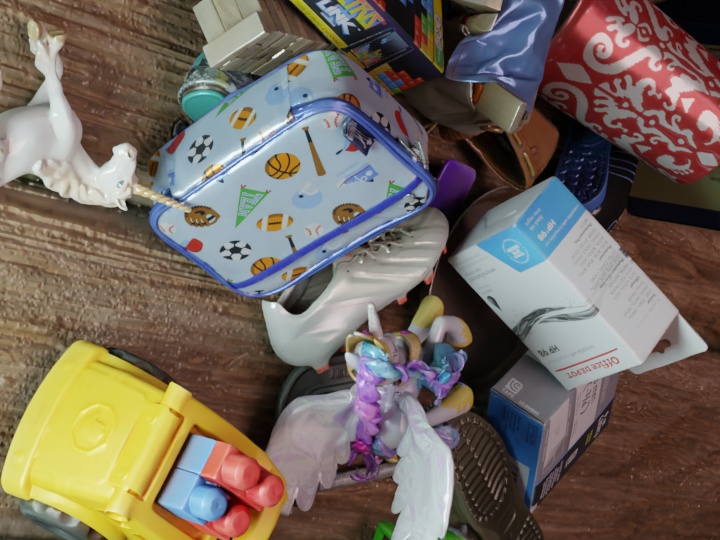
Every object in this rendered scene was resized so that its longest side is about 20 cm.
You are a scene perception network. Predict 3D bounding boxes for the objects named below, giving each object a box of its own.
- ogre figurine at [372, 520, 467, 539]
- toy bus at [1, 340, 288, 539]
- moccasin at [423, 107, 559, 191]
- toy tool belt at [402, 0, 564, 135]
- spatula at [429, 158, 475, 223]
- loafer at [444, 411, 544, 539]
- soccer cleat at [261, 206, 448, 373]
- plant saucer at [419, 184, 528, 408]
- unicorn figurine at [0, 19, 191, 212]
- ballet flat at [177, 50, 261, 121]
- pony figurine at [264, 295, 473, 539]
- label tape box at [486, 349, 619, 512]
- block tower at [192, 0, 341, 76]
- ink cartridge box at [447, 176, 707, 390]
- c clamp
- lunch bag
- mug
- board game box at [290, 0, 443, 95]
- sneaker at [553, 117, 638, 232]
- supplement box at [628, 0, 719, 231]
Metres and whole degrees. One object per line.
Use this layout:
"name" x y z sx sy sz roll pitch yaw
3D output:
"ogre figurine" 0.032 0.285 1.616 0.199 0.098 0.121 -1 117 -32
"toy bus" -0.121 0.155 1.350 0.200 0.191 0.136 43 65 -44
"moccasin" 0.090 -0.136 1.602 0.201 0.073 0.078 42 64 -44
"toy tool belt" 0.114 -0.206 1.490 0.124 0.123 0.201 15 87 -29
"spatula" 0.033 -0.086 1.588 0.199 0.020 0.057 23 92 -45
"loafer" 0.099 0.202 1.682 0.076 0.067 0.201 -50 130 -33
"soccer cleat" 0.000 0.000 1.540 0.200 0.069 0.078 -43 124 -29
"plant saucer" 0.114 0.022 1.686 0.200 0.032 0.202 -14 108 -46
"unicorn figurine" -0.222 -0.094 1.287 0.199 0.074 0.138 -15 118 -29
"ballet flat" -0.067 -0.102 1.451 0.200 0.072 0.072 49 63 -42
"pony figurine" 0.022 0.114 1.499 0.200 0.166 0.194 -8 111 -67
"label tape box" 0.194 0.105 1.729 0.200 0.063 0.145 -44 153 -31
"block tower" -0.045 -0.178 1.421 0.200 0.054 0.058 -1 63 -60
"ink cartridge box" 0.183 0.028 1.592 0.200 0.116 0.067 46 60 -9
"c clamp" -0.003 0.151 1.594 0.199 0.027 0.172 2 97 -48
"lunch bag" -0.045 -0.065 1.389 0.160 0.199 0.076 41 31 -41
"mug" 0.241 -0.190 1.661 0.199 0.133 0.178 33 57 -18
"board game box" -0.003 -0.259 1.424 0.165 0.056 0.201 41 38 -44
"sneaker" 0.223 -0.104 1.750 0.078 0.070 0.201 76 34 -46
"supplement box" 0.367 -0.150 1.801 0.134 0.199 0.201 -23 115 -41
